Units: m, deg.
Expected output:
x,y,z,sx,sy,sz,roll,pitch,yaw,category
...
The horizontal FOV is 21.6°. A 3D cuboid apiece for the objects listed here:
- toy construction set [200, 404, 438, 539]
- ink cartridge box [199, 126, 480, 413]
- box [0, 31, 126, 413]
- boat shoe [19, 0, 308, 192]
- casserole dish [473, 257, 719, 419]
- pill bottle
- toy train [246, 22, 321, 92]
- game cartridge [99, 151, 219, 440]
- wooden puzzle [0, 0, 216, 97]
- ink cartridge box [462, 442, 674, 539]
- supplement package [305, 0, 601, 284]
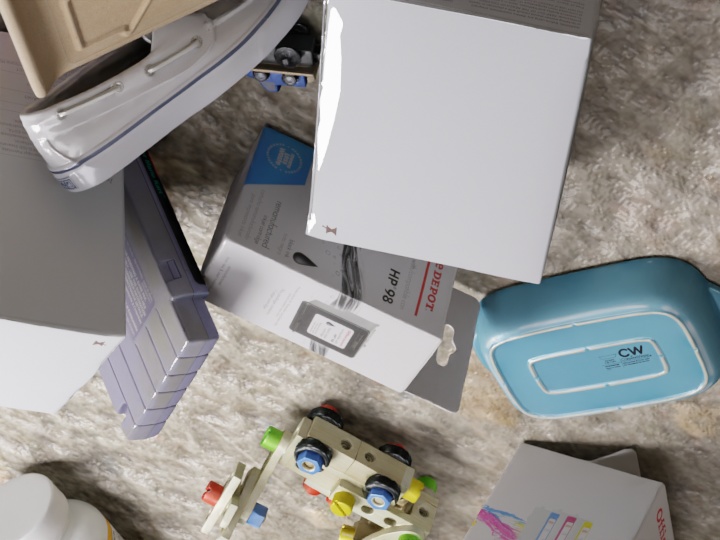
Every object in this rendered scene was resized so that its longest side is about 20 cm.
x,y,z,sx,sy,sz,roll,pitch,yaw,category
-0.023,0.181,1.488,0.198,0.093,0.131,18,138,-17,toy construction set
0.000,0.000,1.272,0.199,0.116,0.067,25,135,-10,ink cartridge box
-0.215,-0.029,1.195,0.097,0.202,0.124,10,149,-27,box
-0.116,-0.132,1.137,0.066,0.200,0.073,55,162,-28,boat shoe
0.170,0.055,1.333,0.198,0.039,0.121,-13,130,26,casserole dish
-0.245,0.269,1.619,0.112,0.113,0.201,-12,130,27,pill bottle
-0.116,-0.141,1.222,0.198,0.034,0.046,6,139,12,toy train
-0.160,-0.003,1.278,0.038,0.201,0.130,-5,148,-38,game cartridge
-0.113,-0.193,1.027,0.046,0.199,0.185,56,170,17,wooden puzzle
0.152,0.238,1.421,0.124,0.200,0.129,14,140,29,ink cartridge box
0.057,-0.112,1.145,0.154,0.111,0.201,12,137,5,supplement package
